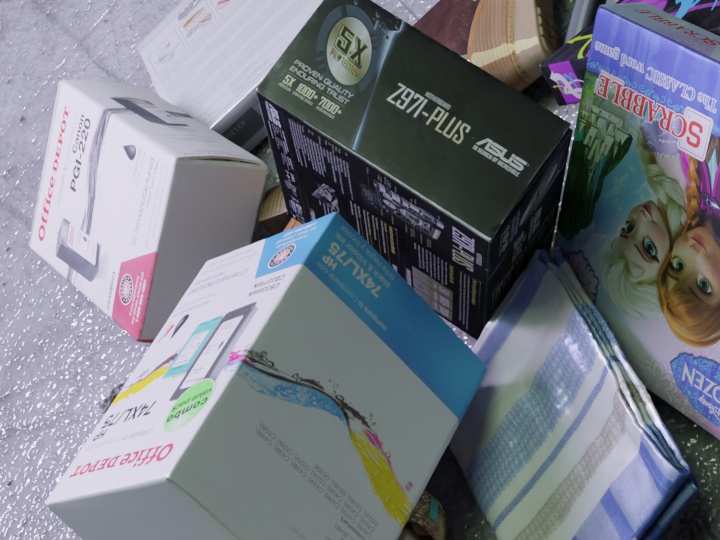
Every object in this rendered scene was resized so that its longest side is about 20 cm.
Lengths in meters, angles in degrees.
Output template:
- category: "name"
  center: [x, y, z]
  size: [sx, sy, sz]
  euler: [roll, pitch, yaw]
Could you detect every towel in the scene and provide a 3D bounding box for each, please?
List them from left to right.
- category: "towel"
  center: [0.111, 0.100, 0.970]
  size: [0.147, 0.024, 0.201]
  euler: [-58, 37, 28]

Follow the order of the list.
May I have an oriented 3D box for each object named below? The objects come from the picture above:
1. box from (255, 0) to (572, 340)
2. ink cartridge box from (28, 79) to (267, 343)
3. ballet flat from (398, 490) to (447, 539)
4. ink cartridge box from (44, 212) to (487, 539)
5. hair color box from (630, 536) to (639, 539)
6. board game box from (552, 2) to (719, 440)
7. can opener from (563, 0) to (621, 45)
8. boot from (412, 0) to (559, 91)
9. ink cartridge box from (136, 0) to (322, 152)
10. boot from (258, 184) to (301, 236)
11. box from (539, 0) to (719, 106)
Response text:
- category: "box"
  center: [0.033, -0.059, 1.011]
  size: [0.163, 0.200, 0.086]
  euler: [34, 76, 14]
- category: "ink cartridge box"
  center: [-0.167, -0.048, 1.270]
  size: [0.200, 0.084, 0.147]
  euler: [34, 115, 50]
- category: "ballet flat"
  center: [-0.020, 0.213, 0.996]
  size: [0.200, 0.070, 0.065]
  euler: [-53, 6, -3]
- category: "ink cartridge box"
  center: [-0.053, 0.098, 0.988]
  size: [0.146, 0.146, 0.201]
  euler: [-19, 33, 49]
- category: "hair color box"
  center: [0.110, 0.249, 0.872]
  size: [0.200, 0.061, 0.102]
  euler: [-44, 42, 7]
- category: "board game box"
  center: [0.190, -0.025, 0.933]
  size: [0.200, 0.041, 0.201]
  euler: [38, 128, 49]
- category: "can opener"
  center: [0.191, -0.213, 1.151]
  size: [0.052, 0.066, 0.201]
  euler: [8, 74, 47]
- category: "boot"
  center: [0.065, -0.189, 1.226]
  size: [0.166, 0.072, 0.201]
  euler: [-23, 46, 29]
- category: "ink cartridge box"
  center: [-0.098, -0.187, 1.391]
  size: [0.160, 0.047, 0.200]
  euler: [-43, 37, 8]
- category: "boot"
  center: [0.000, 0.000, 1.152]
  size: [0.154, 0.077, 0.201]
  euler: [-15, 44, 27]
- category: "box"
  center: [0.221, -0.161, 1.022]
  size: [0.143, 0.036, 0.200]
  euler: [-39, 19, -26]
